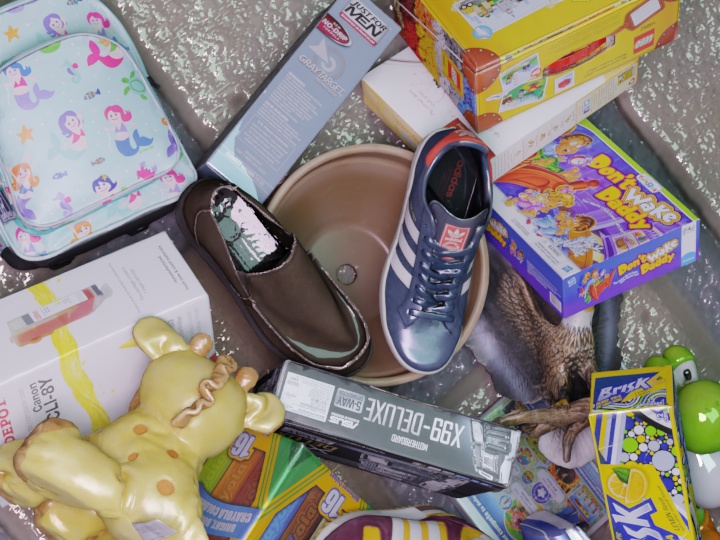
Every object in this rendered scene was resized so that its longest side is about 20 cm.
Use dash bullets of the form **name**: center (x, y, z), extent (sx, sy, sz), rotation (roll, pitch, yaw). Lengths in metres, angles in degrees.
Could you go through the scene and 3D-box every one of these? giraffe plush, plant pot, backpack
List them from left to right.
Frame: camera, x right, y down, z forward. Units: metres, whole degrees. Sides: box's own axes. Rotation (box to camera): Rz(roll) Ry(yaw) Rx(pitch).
- **backpack**: center (-0.242, -0.118, 1.618), extent (0.177, 0.151, 0.201), rotation (-25, 86, -17)
- **giraffe plush**: center (-0.153, 0.127, 1.510), extent (0.173, 0.199, 0.163), rotation (47, 58, -30)
- **plant pot**: center (0.000, 0.000, 1.700), extent (0.199, 0.093, 0.202), rotation (2, 83, -15)

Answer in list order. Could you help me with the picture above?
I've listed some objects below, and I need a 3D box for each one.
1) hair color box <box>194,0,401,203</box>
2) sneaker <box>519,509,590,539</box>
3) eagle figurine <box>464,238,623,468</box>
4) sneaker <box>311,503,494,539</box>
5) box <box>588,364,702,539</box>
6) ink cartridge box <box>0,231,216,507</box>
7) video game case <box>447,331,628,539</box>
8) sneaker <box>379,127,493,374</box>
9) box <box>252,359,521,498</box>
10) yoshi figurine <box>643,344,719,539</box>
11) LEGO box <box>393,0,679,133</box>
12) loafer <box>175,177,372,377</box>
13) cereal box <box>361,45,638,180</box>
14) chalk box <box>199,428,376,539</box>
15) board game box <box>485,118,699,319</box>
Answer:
- **hair color box**: center (-0.058, -0.137, 1.697), extent (0.061, 0.099, 0.200), rotation (40, 74, -9)
- **sneaker**: center (0.166, 0.314, 1.711), extent (0.115, 0.080, 0.200), rotation (-27, 104, -17)
- **eagle figurine**: center (0.169, 0.052, 1.733), extent (0.151, 0.201, 0.151), rotation (-42, 133, 21)
- **sneaker**: center (0.038, 0.230, 1.585), extent (0.199, 0.090, 0.075), rotation (-10, 114, -50)
- **box**: center (0.235, 0.179, 1.652), extent (0.070, 0.064, 0.201), rotation (-7, 117, 13)
- **ink cartridge box**: center (-0.217, 0.078, 1.589), extent (0.199, 0.146, 0.084), rotation (-23, 51, -18)
- **video game case**: center (0.171, 0.161, 1.774), extent (0.200, 0.018, 0.143), rotation (-39, 96, -18)
- **sneaker**: center (0.065, -0.016, 1.625), extent (0.074, 0.084, 0.201), rotation (6, 88, -17)
- **box**: center (0.012, 0.131, 1.644), extent (0.199, 0.158, 0.050), rotation (17, 77, -9)
- **yoshi figurine**: center (0.293, 0.159, 1.718), extent (0.113, 0.111, 0.201), rotation (-54, 131, -41)
- **LEGO box**: center (0.147, -0.226, 1.721), extent (0.199, 0.077, 0.149), rotation (-25, 55, -13)
- **loafer**: center (-0.067, 0.008, 1.596), extent (0.200, 0.071, 0.073), rotation (44, 75, -7)
- **cereal box**: center (0.120, -0.164, 1.752), extent (0.200, 0.040, 0.144), rotation (-34, 60, -19)
- **chalk box**: center (-0.102, 0.233, 1.602), extent (0.124, 0.124, 0.201), rotation (47, 68, -39)
- **board game box**: center (0.174, -0.054, 1.718), extent (0.134, 0.200, 0.045), rotation (-23, 132, -18)
